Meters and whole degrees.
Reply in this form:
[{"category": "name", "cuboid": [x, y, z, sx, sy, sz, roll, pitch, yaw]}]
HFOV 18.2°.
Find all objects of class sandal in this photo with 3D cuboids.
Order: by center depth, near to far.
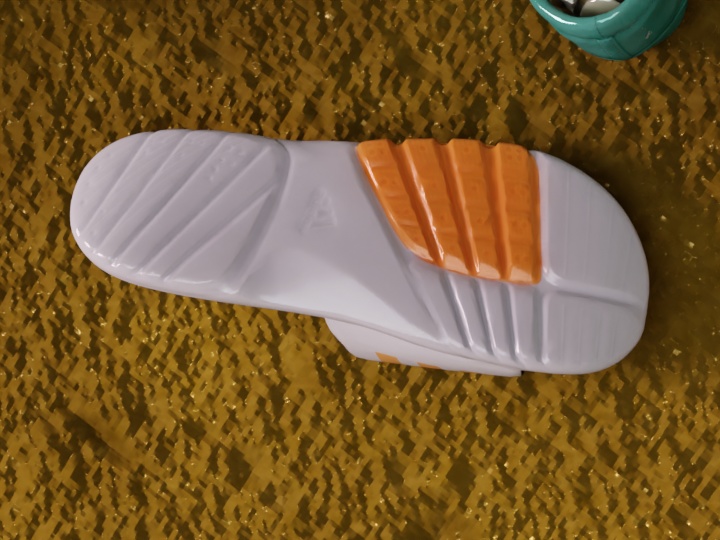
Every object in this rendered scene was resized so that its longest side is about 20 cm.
[{"category": "sandal", "cuboid": [0.001, -0.008, 0.808, 0.206, 0.059, 0.079, 11, 72, 6]}]

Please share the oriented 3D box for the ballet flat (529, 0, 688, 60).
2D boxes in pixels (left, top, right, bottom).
[{"category": "ballet flat", "cuboid": [0.069, -0.169, 0.757, 0.067, 0.070, 0.201, -12, 94, 19]}]
